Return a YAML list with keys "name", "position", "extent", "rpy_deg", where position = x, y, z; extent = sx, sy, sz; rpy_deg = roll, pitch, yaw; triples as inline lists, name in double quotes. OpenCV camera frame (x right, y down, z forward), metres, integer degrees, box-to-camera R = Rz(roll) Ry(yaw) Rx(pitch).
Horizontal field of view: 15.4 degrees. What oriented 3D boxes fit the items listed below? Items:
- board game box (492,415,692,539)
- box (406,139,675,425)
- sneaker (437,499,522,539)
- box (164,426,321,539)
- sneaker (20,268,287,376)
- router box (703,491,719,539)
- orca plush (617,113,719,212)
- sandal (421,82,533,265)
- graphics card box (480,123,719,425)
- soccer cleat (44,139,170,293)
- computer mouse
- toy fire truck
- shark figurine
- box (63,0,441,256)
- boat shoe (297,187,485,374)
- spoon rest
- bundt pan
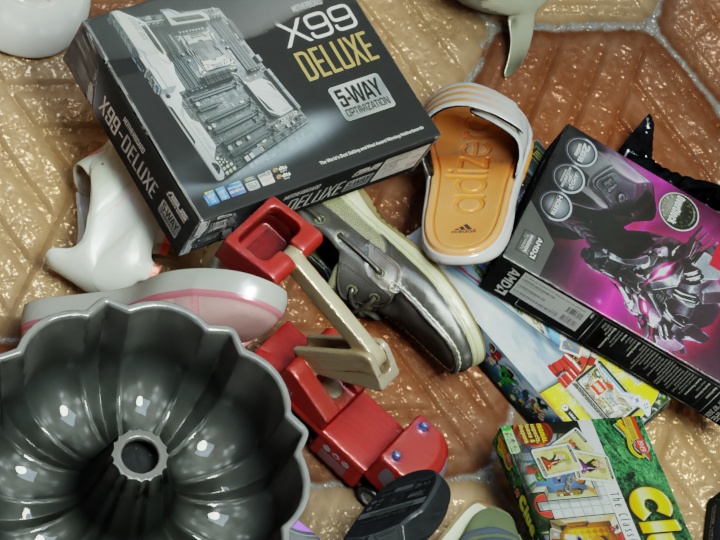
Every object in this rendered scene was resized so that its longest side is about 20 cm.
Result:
- name: "board game box"
  position: [0.162, 0.179, 1.689]
  extent: [0.104, 0.024, 0.201]
  rpy_deg: [-2, 50, -24]
- name: "box"
  position: [0.135, 0.025, 1.820]
  extent: [0.136, 0.038, 0.200]
  rpy_deg: [-36, 80, -30]
- name: "sneaker"
  position: [0.082, 0.198, 1.632]
  extent: [0.089, 0.200, 0.067]
  rpy_deg: [20, 102, 16]
- name: "box"
  position: [-0.131, 0.215, 1.594]
  extent: [0.122, 0.106, 0.200]
  rpy_deg: [39, 59, 5]
- name: "sneaker"
  position: [-0.130, 0.062, 1.640]
  extent: [0.075, 0.199, 0.105]
  rpy_deg: [28, 59, -50]
- name: "router box"
  position: [0.271, 0.215, 1.708]
  extent: [0.062, 0.150, 0.201]
  rpy_deg: [17, 60, -11]
- name: "orca plush"
  position: [0.273, -0.040, 1.881]
  extent: [0.200, 0.071, 0.105]
  rpy_deg: [46, 60, 7]
- name: "sandal"
  position: [0.077, -0.081, 1.792]
  extent: [0.079, 0.059, 0.207]
  rpy_deg: [-2, 34, 4]
- name: "graphics card box"
  position: [0.194, 0.004, 1.800]
  extent: [0.199, 0.051, 0.126]
  rpy_deg: [30, 59, -2]
- name: "soccer cleat"
  position: [-0.145, -0.074, 1.758]
  extent: [0.077, 0.069, 0.201]
  rpy_deg: [21, 63, -4]
- name: "computer mouse"
  position: [0.007, 0.180, 1.598]
  extent: [0.034, 0.058, 0.200]
  rpy_deg: [63, 35, -15]
- name: "toy fire truck"
  position: [-0.016, 0.060, 1.691]
  extent: [0.200, 0.141, 0.049]
  rpy_deg: [43, 59, 5]
- name: "shark figurine"
  position: [0.070, -0.222, 1.886]
  extent: [0.089, 0.214, 0.129]
  rpy_deg: [19, 87, 34]
- name: "box"
  position: [-0.069, -0.113, 1.732]
  extent: [0.199, 0.050, 0.158]
  rpy_deg: [-20, 72, -34]
- name: "boat shoe"
  position: [0.000, 0.000, 1.773]
  extent: [0.065, 0.073, 0.200]
  rpy_deg: [-38, 75, -22]
- name: "spoon rest"
  position: [-0.271, -0.217, 1.798]
  extent: [0.200, 0.061, 0.100]
  rpy_deg: [34, 59, -16]
- name: "bundt pan"
  position: [-0.133, 0.121, 1.536]
  extent: [0.201, 0.076, 0.203]
  rpy_deg: [6, 61, -11]
